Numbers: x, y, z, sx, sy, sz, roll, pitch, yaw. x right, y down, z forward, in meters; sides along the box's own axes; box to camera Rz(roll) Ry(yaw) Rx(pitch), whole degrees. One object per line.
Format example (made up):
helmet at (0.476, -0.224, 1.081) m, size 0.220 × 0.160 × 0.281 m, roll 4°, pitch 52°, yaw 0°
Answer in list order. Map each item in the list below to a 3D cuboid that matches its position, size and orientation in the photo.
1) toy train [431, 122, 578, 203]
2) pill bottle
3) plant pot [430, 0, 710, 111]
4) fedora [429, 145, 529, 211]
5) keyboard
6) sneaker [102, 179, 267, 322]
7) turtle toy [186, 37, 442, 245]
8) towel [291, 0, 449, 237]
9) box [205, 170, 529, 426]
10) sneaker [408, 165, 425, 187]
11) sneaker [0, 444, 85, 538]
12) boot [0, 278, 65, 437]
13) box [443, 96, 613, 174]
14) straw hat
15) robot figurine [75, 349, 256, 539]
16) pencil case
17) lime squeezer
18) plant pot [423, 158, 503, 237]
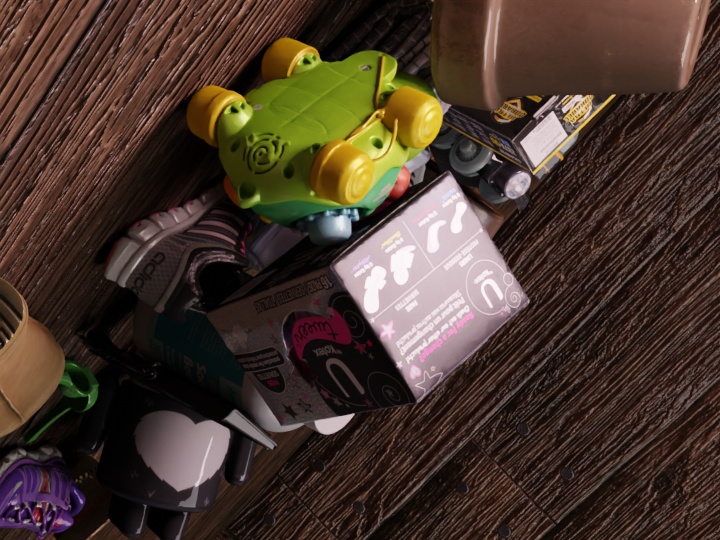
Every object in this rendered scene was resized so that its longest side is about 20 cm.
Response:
toy train at (0.121, -0.149, 1.318) m, size 0.114 × 0.200 × 0.085 m, roll -44°, pitch 134°, yaw 7°
pill bottle at (-0.091, 0.067, 1.170) m, size 0.111 × 0.200 × 0.111 m, roll -33°, pitch 136°, yaw -39°
plant pot at (0.160, -0.202, 0.985) m, size 0.200 × 0.174 × 0.201 m, roll 14°, pitch 90°, yaw -74°
fedora at (0.119, -0.147, 1.472) m, size 0.091 × 0.201 × 0.201 m, roll -14°, pitch 178°, yaw 12°
keyboard at (-0.164, 0.093, 1.153) m, size 0.127 × 0.200 × 0.021 m, roll 40°, pitch 74°, yaw -44°
sneaker at (-0.120, -0.011, 1.101) m, size 0.074 × 0.087 × 0.200 m, roll -49°, pitch 171°, yaw 30°
turtle toy at (-0.016, -0.090, 0.948) m, size 0.200 × 0.146 × 0.101 m, roll -39°, pitch 143°, yaw -36°
towel at (-0.004, -0.127, 1.134) m, size 0.200 × 0.086 × 0.166 m, roll -44°, pitch 175°, yaw -5°
box at (0.000, 0.029, 1.000) m, size 0.132 × 0.115 × 0.200 m, roll -39°, pitch -171°, yaw -31°
sneaker at (0.029, -0.089, 1.388) m, size 0.200 × 0.074 × 0.080 m, roll -93°, pitch -153°, yaw -54°
sneaker at (-0.314, 0.217, 1.300) m, size 0.081 × 0.083 × 0.200 m, roll -46°, pitch 171°, yaw 10°
boot at (-0.276, 0.093, 0.927) m, size 0.175 × 0.066 × 0.200 m, roll -42°, pitch 173°, yaw -15°
box at (0.143, -0.187, 1.236) m, size 0.160 × 0.200 × 0.049 m, roll -46°, pitch 129°, yaw -6°
straw hat at (-0.303, 0.243, 1.476) m, size 0.201 × 0.085 × 0.201 m, roll -42°, pitch 179°, yaw -1°
robot figurine at (-0.188, 0.165, 1.354) m, size 0.150 × 0.124 × 0.201 m, roll 19°, pitch 86°, yaw -64°
pencil case at (-0.024, -0.072, 1.303) m, size 0.200 × 0.083 × 0.091 m, roll -47°, pitch 168°, yaw 14°
lime squeezer at (-0.263, 0.103, 1.192) m, size 0.070 × 0.038 × 0.200 m, roll -10°, pitch 162°, yaw -15°
plant pot at (0.050, -0.026, 1.578) m, size 0.198 × 0.200 × 0.200 m, roll -53°, pitch 171°, yaw 10°
